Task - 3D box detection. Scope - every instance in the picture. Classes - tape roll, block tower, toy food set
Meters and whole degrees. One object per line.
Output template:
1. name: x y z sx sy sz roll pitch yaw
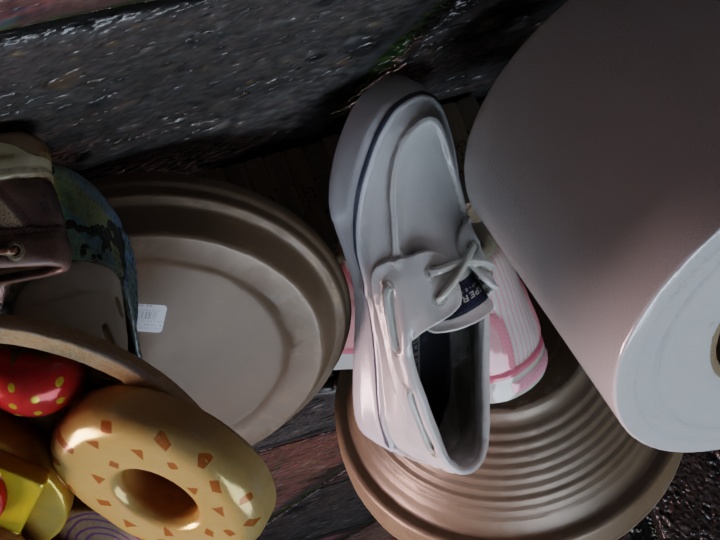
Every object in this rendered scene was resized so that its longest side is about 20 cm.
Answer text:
1. tape roll: 0.165 -0.035 1.224 0.203 0.139 0.203 -22 146 -15
2. block tower: 0.005 -0.039 1.347 0.200 0.054 0.058 -18 169 -12
3. toy food set: -0.143 0.094 1.215 0.200 0.049 0.198 22 140 -8

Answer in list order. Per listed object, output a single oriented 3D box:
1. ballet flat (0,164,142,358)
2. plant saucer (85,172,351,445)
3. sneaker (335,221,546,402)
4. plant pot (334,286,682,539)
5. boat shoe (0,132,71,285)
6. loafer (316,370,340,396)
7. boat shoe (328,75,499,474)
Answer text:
1. ballet flat: -0.123 0.038 1.233 0.074 0.074 0.200 -18 139 -7
2. plant saucer: -0.103 0.033 1.303 0.200 0.029 0.200 -3 137 -3
3. sneaker: 0.000 0.000 1.446 0.200 0.105 0.075 12 -135 32
4. plant pot: 0.080 0.058 1.525 0.201 0.201 0.093 -19 145 -3
5. boat shoe: -0.215 0.007 1.133 0.200 0.072 0.072 -18 170 -2
6. loafer: 0.017 0.034 1.688 0.200 0.073 0.071 -18 168 -10
7. boat shoe: 0.035 0.005 1.289 0.074 0.200 0.065 -32 -139 -32
